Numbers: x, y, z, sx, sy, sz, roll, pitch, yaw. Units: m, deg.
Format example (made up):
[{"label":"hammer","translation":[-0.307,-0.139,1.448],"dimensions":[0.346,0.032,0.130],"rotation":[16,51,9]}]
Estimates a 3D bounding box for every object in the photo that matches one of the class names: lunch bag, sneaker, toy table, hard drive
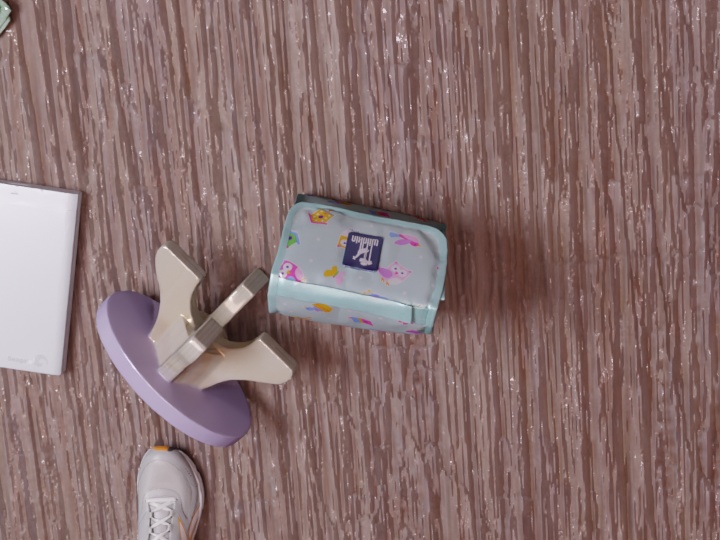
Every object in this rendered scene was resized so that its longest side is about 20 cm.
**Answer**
[{"label":"lunch bag","translation":[0.000,0.000,1.312],"dimensions":[0.170,0.200,0.122],"rotation":[12,103,1]},{"label":"sneaker","translation":[-0.212,0.293,1.441],"dimensions":[0.076,0.092,0.200],"rotation":[0,102,2]},{"label":"toy table","translation":[-0.162,0.072,1.361],"dimensions":[0.200,0.184,0.117],"rotation":[40,118,-14]},{"label":"hard drive","translation":[-0.374,0.005,1.421],"dimensions":[0.132,0.026,0.200],"rotation":[8,102,1]}]

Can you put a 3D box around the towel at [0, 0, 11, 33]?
[{"label":"towel","translation":[-0.475,-0.242,1.374],"dimensions":[0.153,0.023,0.200],"rotation":[41,101,-5]}]
